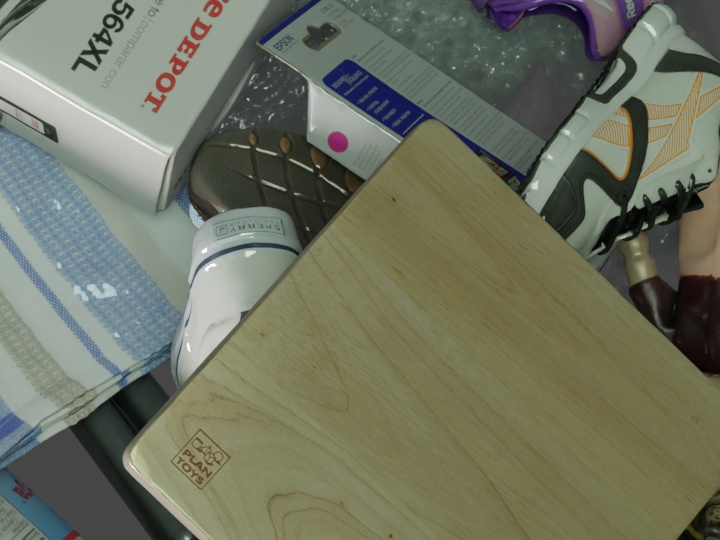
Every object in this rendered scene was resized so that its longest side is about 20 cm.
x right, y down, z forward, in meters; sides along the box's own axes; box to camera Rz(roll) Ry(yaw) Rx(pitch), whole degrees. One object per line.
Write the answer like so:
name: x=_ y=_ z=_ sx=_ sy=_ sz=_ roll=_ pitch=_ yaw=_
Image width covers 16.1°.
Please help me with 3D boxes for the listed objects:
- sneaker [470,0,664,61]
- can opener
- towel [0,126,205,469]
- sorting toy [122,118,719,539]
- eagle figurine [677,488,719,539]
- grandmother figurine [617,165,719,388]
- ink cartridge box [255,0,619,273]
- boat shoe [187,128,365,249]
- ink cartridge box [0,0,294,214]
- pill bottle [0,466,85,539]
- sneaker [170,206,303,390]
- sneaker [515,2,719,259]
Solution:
sneaker: x=0.072 y=-0.171 z=1.284 sx=0.199 sy=0.080 sz=0.089 roll=29 pitch=94 yaw=0
can opener: x=-0.076 y=0.114 z=1.238 sx=0.052 sy=0.067 sz=0.200 roll=-25 pitch=56 yaw=-28
towel: x=-0.155 y=-0.001 z=1.253 sx=0.200 sy=0.024 sz=0.147 roll=-35 pitch=81 yaw=-27
sorting toy: x=0.031 y=0.077 z=1.093 sx=0.200 sy=0.070 sz=0.199 roll=43 pitch=74 yaw=-5
eagle figurine: x=0.080 y=0.109 z=1.240 sx=0.199 sy=0.151 sz=0.152 roll=9 pitch=114 yaw=-12
grandmother figurine: x=0.188 y=0.006 z=1.282 sx=0.121 sy=0.060 sz=0.201 roll=9 pitch=91 yaw=38
ink cartridge box: x=0.040 y=-0.061 z=1.262 sx=0.200 sy=0.095 sz=0.037 roll=36 pitch=119 yaw=4
boat shoe: x=0.000 y=0.000 z=1.261 sx=0.199 sy=0.073 sz=0.075 roll=27 pitch=51 yaw=-8
ink cartridge box: x=-0.144 y=-0.145 z=1.257 sx=0.199 sy=0.084 sz=0.146 roll=29 pitch=68 yaw=2
pill bottle: x=-0.198 y=0.147 z=1.245 sx=0.200 sy=0.109 sz=0.109 roll=42 pitch=87 yaw=1
sneaker: x=-0.055 y=0.048 z=1.205 sx=0.073 sy=0.200 sz=0.071 roll=-5 pitch=62 yaw=-2
sneaker: x=0.125 y=-0.046 z=1.197 sx=0.080 sy=0.074 sz=0.200 roll=37 pitch=54 yaw=3
